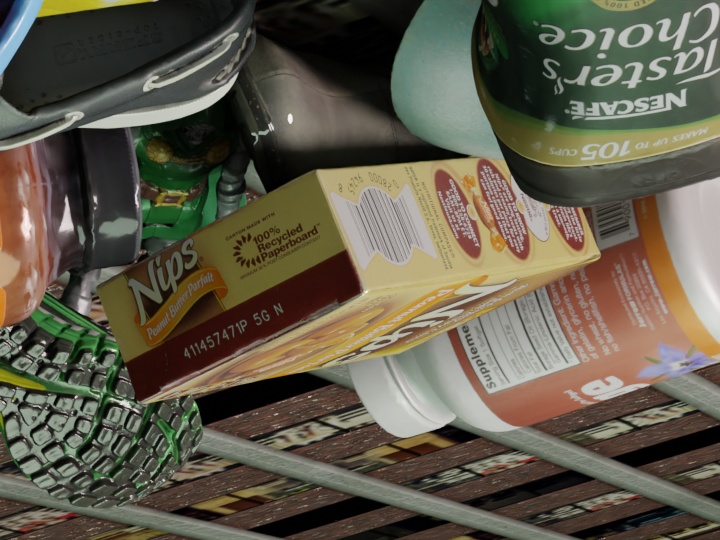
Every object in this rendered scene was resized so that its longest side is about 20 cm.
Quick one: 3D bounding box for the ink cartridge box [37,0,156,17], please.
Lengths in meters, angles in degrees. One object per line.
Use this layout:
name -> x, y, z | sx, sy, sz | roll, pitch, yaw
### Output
ink cartridge box -> -0.155, -0.124, 0.799 | 0.200, 0.047, 0.198 | -12, 164, -11

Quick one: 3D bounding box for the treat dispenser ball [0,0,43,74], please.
treat dispenser ball -> -0.162, -0.104, 0.585 | 0.200, 0.201, 0.201 | -11, 163, -3

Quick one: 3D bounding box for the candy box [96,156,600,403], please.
candy box -> 0.000, 0.000, 1.072 | 0.115, 0.055, 0.200 | -26, 170, 30

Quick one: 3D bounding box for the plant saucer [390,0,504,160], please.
plant saucer -> 0.109, -0.094, 1.004 | 0.201, 0.039, 0.201 | -23, 154, -12

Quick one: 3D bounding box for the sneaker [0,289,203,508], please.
sneaker -> -0.148, 0.032, 1.169 | 0.078, 0.085, 0.200 | -44, 123, 9

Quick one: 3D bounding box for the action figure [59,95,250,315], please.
action figure -> -0.088, -0.034, 1.133 | 0.118, 0.055, 0.200 | -4, 157, -17

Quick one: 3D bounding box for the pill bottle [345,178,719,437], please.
pill bottle -> 0.094, 0.015, 1.310 | 0.200, 0.112, 0.112 | -20, 162, 26

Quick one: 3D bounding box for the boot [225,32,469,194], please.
boot -> 0.021, -0.077, 1.070 | 0.130, 0.068, 0.200 | -23, 167, 9

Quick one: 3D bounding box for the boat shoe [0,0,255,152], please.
boat shoe -> -0.133, -0.075, 0.933 | 0.200, 0.076, 0.060 | -20, 167, -18

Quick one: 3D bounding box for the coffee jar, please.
coffee jar -> 0.083, -0.106, 0.854 | 0.104, 0.085, 0.200 | -13, 144, 0

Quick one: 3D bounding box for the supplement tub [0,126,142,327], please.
supplement tub -> -0.186, -0.023, 0.993 | 0.200, 0.107, 0.107 | -7, 163, -15
